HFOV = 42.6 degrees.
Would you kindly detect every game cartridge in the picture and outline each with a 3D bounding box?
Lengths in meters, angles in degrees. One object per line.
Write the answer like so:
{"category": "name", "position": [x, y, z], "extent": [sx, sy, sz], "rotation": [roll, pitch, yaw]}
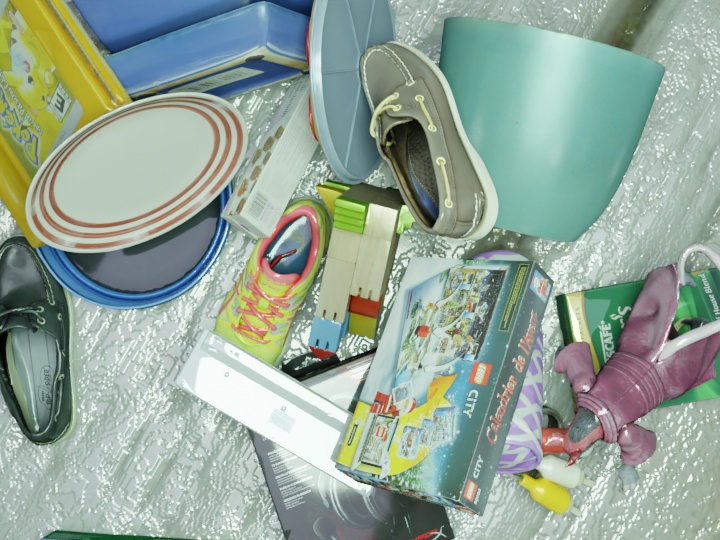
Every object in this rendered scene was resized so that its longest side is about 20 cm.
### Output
{"category": "game cartridge", "position": [-0.288, -0.145, 0.798], "extent": [0.178, 0.032, 0.200], "rotation": [54, 130, 8]}

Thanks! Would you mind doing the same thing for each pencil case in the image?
{"category": "pencil case", "position": [0.119, 0.079, 0.819], "extent": [0.084, 0.084, 0.203], "rotation": [-15, 50, 28]}

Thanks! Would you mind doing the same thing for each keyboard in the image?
{"category": "keyboard", "position": [-0.065, 0.124, 0.809], "extent": [0.197, 0.011, 0.057], "rotation": [31, 88, -1]}

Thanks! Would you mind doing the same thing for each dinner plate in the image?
{"category": "dinner plate", "position": [-0.187, -0.084, 0.775], "extent": [0.198, 0.201, 0.024], "rotation": [-33, 69, -2]}

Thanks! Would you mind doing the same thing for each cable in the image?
{"category": "cable", "position": [0.131, 0.162, 0.838], "extent": [0.197, 0.050, 0.099], "rotation": [16, 75, -29]}

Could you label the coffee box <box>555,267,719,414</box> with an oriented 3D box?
{"category": "coffee box", "position": [0.293, 0.067, 0.880], "extent": [0.195, 0.044, 0.126], "rotation": [-8, 87, -1]}

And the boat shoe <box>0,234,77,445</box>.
{"category": "boat shoe", "position": [-0.313, 0.064, 0.865], "extent": [0.073, 0.066, 0.204], "rotation": [-6, 87, 0]}

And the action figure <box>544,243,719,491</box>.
{"category": "action figure", "position": [0.239, 0.098, 0.782], "extent": [0.199, 0.149, 0.134], "rotation": [-40, 83, -23]}

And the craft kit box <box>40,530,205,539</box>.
{"category": "craft kit box", "position": [-0.204, 0.353, 0.862], "extent": [0.195, 0.049, 0.203], "rotation": [4, 84, 0]}

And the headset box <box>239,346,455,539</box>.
{"category": "headset box", "position": [-0.018, 0.172, 0.852], "extent": [0.146, 0.077, 0.204], "rotation": [-19, 88, -7]}

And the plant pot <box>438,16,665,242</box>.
{"category": "plant pot", "position": [0.151, -0.119, 0.821], "extent": [0.196, 0.201, 0.165], "rotation": [13, 100, 0]}

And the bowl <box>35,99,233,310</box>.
{"category": "bowl", "position": [-0.218, -0.064, 0.886], "extent": [0.196, 0.039, 0.206], "rotation": [0, 87, 0]}

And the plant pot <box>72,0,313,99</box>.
{"category": "plant pot", "position": [-0.134, -0.251, 0.803], "extent": [0.196, 0.200, 0.184], "rotation": [-12, 92, 20]}

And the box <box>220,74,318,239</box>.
{"category": "box", "position": [-0.063, -0.124, 0.860], "extent": [0.041, 0.038, 0.203], "rotation": [36, 69, -33]}

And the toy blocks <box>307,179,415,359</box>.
{"category": "toy blocks", "position": [0.000, 0.000, 0.822], "extent": [0.098, 0.200, 0.140], "rotation": [14, 101, 4]}

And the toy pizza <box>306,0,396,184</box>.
{"category": "toy pizza", "position": [-0.011, -0.180, 0.822], "extent": [0.031, 0.200, 0.205], "rotation": [4, 86, 21]}

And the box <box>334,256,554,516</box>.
{"category": "box", "position": [0.069, 0.087, 0.767], "extent": [0.038, 0.135, 0.203], "rotation": [38, 66, -41]}

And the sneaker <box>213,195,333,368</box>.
{"category": "sneaker", "position": [-0.087, 0.019, 0.857], "extent": [0.077, 0.090, 0.204], "rotation": [23, 89, -1]}

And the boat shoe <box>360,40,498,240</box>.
{"category": "boat shoe", "position": [0.044, -0.113, 0.763], "extent": [0.059, 0.072, 0.203], "rotation": [-3, 59, -40]}
